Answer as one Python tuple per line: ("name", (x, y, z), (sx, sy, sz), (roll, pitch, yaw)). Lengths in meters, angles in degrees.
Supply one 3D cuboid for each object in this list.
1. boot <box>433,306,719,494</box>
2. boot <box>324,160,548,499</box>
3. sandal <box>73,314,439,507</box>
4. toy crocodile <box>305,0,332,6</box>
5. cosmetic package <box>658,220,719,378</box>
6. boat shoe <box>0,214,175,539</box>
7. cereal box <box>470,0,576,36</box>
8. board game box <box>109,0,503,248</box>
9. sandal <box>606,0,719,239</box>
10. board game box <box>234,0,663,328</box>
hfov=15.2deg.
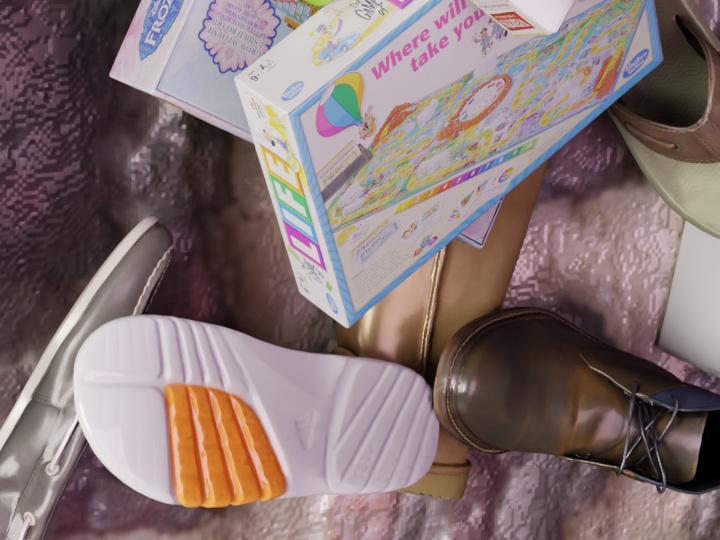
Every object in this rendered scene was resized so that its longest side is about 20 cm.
("boot", (0.120, 0.063, 1.297), (0.199, 0.096, 0.075), (10, 92, -55))
("boot", (0.000, 0.000, 1.279), (0.174, 0.066, 0.201), (7, 98, -36))
("sandal", (-0.054, 0.069, 1.200), (0.206, 0.059, 0.080), (11, 79, -42))
("toy crocodile", (0.012, -0.200, 1.099), (0.067, 0.062, 0.201), (40, 80, -36))
("cosmetic package", (0.230, -0.044, 1.383), (0.101, 0.071, 0.201), (5, 102, -30))
("boat shoe", (-0.130, 0.071, 1.214), (0.057, 0.067, 0.201), (34, 93, 1))
("cereal box", (0.033, -0.206, 1.057), (0.200, 0.039, 0.144), (36, 79, -20))
("board game box", (0.013, -0.137, 1.184), (0.199, 0.041, 0.201), (25, 89, -37))
("sandal", (0.147, -0.089, 1.302), (0.080, 0.057, 0.201), (-34, 102, 21))
("board game box", (0.043, -0.086, 1.147), (0.200, 0.034, 0.135), (-40, 142, -21))
